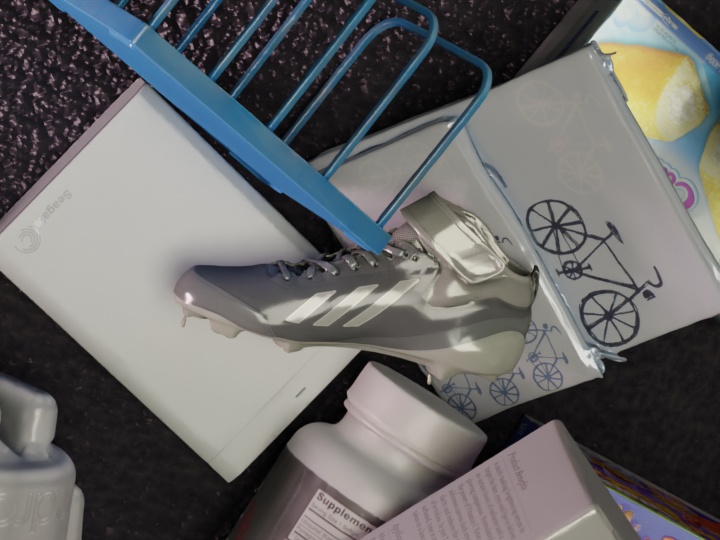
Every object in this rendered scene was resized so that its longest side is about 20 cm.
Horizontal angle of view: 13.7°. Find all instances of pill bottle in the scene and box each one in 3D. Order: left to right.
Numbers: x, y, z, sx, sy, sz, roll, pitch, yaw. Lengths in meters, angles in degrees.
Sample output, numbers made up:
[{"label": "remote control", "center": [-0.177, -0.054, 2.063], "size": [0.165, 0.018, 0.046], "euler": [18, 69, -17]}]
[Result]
[{"label": "pill bottle", "center": [-0.014, 0.157, 1.704], "size": [0.111, 0.111, 0.200], "euler": [32, 94, -18]}]

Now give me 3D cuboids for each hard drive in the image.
[{"label": "hard drive", "center": [-0.099, 0.007, 1.694], "size": [0.132, 0.026, 0.200], "euler": [-46, 109, 0]}]

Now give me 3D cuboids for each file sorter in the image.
[{"label": "file sorter", "center": [-0.049, -0.129, 1.593], "size": [0.200, 0.139, 0.123], "euler": [40, 86, -35]}]

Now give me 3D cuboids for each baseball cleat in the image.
[{"label": "baseball cleat", "center": [0.000, 0.000, 1.661], "size": [0.200, 0.070, 0.107], "euler": [11, 105, -14]}]

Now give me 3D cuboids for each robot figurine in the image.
[{"label": "robot figurine", "center": [-0.221, 0.157, 1.652], "size": [0.169, 0.113, 0.200], "euler": [-1, 105, -43]}]

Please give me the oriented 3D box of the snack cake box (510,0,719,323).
[{"label": "snack cake box", "center": [0.183, -0.066, 1.724], "size": [0.200, 0.067, 0.115], "euler": [39, 91, -18]}]

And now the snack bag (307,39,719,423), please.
[{"label": "snack bag", "center": [0.093, -0.016, 1.685], "size": [0.200, 0.021, 0.189], "euler": [-21, 111, 26]}]

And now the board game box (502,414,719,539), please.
[{"label": "board game box", "center": [0.184, 0.164, 1.742], "size": [0.200, 0.134, 0.045], "euler": [29, 95, -18]}]

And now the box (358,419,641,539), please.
[{"label": "box", "center": [0.069, 0.206, 1.608], "size": [0.200, 0.106, 0.152], "euler": [-32, 114, 6]}]
